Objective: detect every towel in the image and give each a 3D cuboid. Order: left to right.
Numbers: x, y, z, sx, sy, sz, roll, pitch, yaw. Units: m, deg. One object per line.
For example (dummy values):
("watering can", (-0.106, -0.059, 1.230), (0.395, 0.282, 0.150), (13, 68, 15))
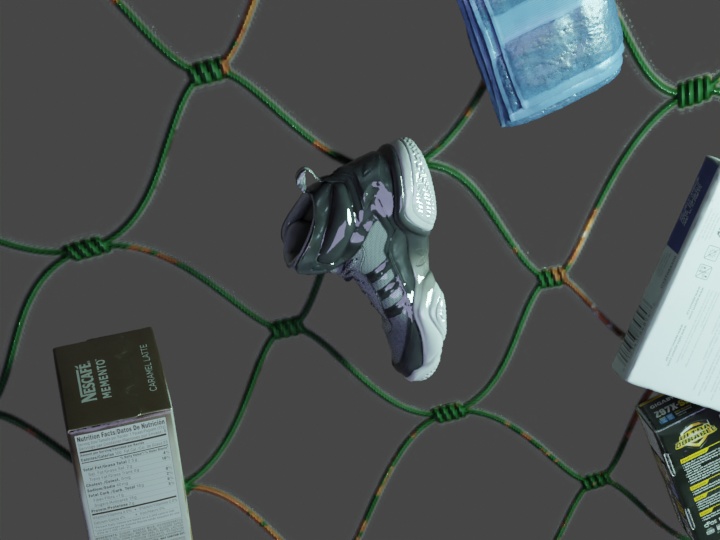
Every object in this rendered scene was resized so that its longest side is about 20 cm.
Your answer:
("towel", (0.122, -0.205, 1.167), (0.112, 0.049, 0.200), (-25, 125, -3))

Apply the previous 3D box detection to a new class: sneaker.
("sneaker", (0.000, 0.000, 1.242), (0.114, 0.076, 0.200), (-11, 118, -11))

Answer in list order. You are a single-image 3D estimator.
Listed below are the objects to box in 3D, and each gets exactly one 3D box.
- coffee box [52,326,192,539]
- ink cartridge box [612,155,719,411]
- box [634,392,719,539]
("coffee box", (-0.178, 0.161, 1.259), (0.080, 0.114, 0.200), (-11, 122, -11))
("ink cartridge box", (0.336, 0.026, 1.354), (0.200, 0.043, 0.197), (18, 104, -19))
("box", (0.363, 0.143, 1.461), (0.200, 0.049, 0.160), (-27, 122, 0))
